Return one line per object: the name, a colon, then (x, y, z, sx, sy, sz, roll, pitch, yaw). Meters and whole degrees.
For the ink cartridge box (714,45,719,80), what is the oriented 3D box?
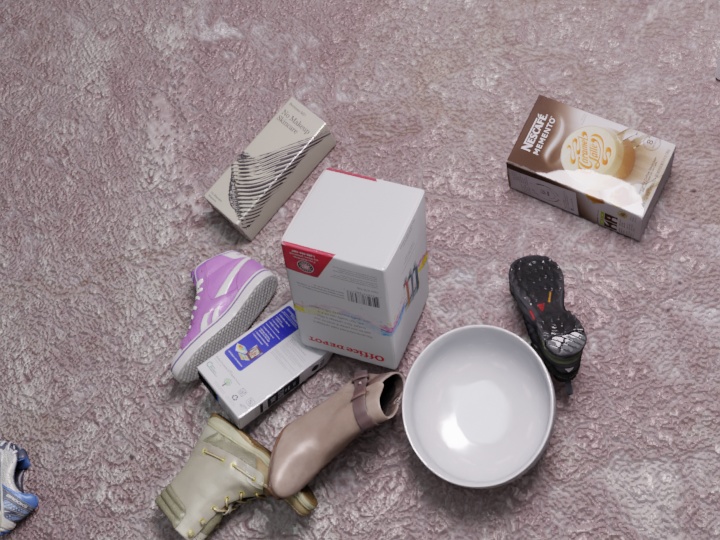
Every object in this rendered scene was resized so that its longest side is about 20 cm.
ink cartridge box: (0.599, -0.287, 1.305, 0.199, 0.084, 0.146, 35, 82, 22)

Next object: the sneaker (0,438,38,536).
sneaker: (-0.516, 0.269, 1.392, 0.084, 0.077, 0.202, -28, 74, -9)

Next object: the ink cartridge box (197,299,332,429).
ink cartridge box: (-0.116, 0.118, 1.340, 0.199, 0.039, 0.100, -35, 65, -21)

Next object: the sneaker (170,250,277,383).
sneaker: (-0.219, 0.060, 1.393, 0.113, 0.073, 0.201, 32, 70, 25)

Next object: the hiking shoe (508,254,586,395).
hiking shoe: (0.236, 0.066, 1.269, 0.074, 0.102, 0.202, -7, 40, -1)

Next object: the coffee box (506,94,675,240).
coffee box: (0.310, -0.140, 1.325, 0.197, 0.080, 0.116, 24, 77, 20)

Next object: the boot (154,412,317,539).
boot: (-0.165, 0.303, 1.287, 0.198, 0.072, 0.156, 32, 80, 27)

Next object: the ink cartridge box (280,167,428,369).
ink cartridge box: (0.000, 0.000, 1.269, 0.143, 0.202, 0.146, 14, 51, 18)

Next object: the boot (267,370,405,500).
boot: (-0.024, 0.198, 1.235, 0.145, 0.071, 0.201, -25, 20, 33)

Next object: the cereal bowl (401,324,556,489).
cereal bowl: (0.154, 0.177, 1.244, 0.196, 0.083, 0.204, -6, 70, 16)

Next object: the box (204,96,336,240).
box: (-0.132, -0.150, 1.442, 0.082, 0.068, 0.201, 37, 83, 22)
